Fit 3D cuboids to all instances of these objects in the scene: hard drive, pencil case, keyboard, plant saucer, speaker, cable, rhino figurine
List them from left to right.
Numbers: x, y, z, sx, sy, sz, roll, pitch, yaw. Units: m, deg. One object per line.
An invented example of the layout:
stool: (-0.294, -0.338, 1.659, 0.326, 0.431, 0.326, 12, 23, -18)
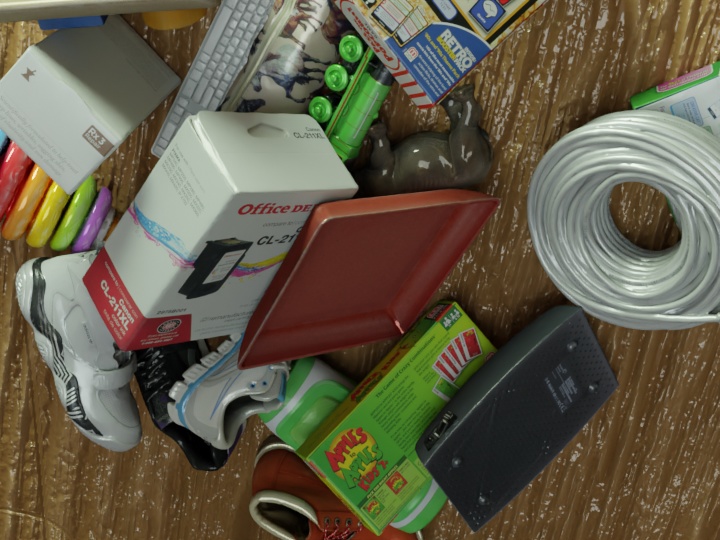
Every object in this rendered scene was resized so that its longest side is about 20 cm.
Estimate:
keyboard: (-0.127, -0.176, 1.052, 0.056, 0.011, 0.201, 29, 113, -5)
pencil case: (-0.065, -0.179, 0.999, 0.078, 0.089, 0.201, 41, 115, 21)
speaker: (-0.005, 0.169, 1.140, 0.200, 0.089, 0.089, 40, 112, -9)
plant saucer: (0.000, 0.000, 1.016, 0.037, 0.198, 0.201, 58, 136, 27)
rhino figurine: (0.027, -0.094, 1.040, 0.198, 0.060, 0.088, -20, 105, 19)
hard drive: (0.143, 0.132, 1.066, 0.200, 0.042, 0.135, -43, 131, -10)
cable: (0.243, -0.042, 0.994, 0.198, 0.069, 0.202, -11, 112, 40)

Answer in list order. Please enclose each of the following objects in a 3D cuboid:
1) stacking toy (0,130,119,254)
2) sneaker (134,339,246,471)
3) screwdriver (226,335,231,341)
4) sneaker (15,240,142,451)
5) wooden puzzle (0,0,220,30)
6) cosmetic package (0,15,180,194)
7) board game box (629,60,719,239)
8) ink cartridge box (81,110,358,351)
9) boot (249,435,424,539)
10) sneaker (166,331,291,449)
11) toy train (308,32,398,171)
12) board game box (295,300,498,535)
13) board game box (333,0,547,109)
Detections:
stacking toy: (-0.270, -0.054, 1.082, 0.198, 0.110, 0.116, 27, 129, -16)
sneaker: (-0.183, 0.106, 1.134, 0.075, 0.088, 0.201, -31, 105, 18)
screwdriver: (-0.112, 0.041, 1.107, 0.028, 0.029, 0.202, 26, 100, 2)
sneaker: (-0.227, 0.068, 1.066, 0.114, 0.075, 0.202, -19, 104, 21)
wooden puzzle: (-0.186, -0.239, 0.934, 0.183, 0.201, 0.047, -2, 126, 8)
cosmetic package: (-0.228, -0.149, 0.972, 0.074, 0.200, 0.102, -40, 102, 21)
board game box: (0.352, -0.114, 0.999, 0.198, 0.040, 0.154, -20, 109, 15)
ink cartridge box: (-0.118, -0.031, 0.968, 0.200, 0.145, 0.083, -49, 63, 34)
boot: (-0.026, 0.256, 1.168, 0.199, 0.107, 0.075, 30, 112, -7)
sneaker: (-0.085, 0.083, 1.079, 0.201, 0.086, 0.075, -52, 143, -6)
toy train: (-0.023, -0.116, 1.005, 0.056, 0.042, 0.201, 37, 119, 13)
board game box: (0.046, 0.135, 1.084, 0.200, 0.048, 0.102, -45, 101, -12)
board game box: (0.078, -0.253, 0.929, 0.200, 0.046, 0.152, -42, 103, -6)
